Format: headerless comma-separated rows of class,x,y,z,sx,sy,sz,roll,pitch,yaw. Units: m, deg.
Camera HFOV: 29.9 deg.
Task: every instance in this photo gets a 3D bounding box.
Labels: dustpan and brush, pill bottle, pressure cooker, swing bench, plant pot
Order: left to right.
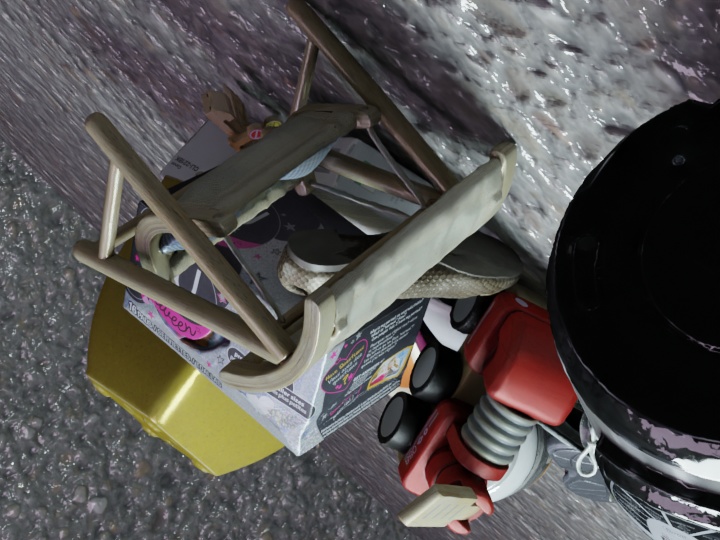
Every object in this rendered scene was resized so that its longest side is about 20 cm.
plant pot,-0.137,0.067,1.257,0.195,0.201,0.194,26,163,42
swing bench,-0.041,-0.040,0.857,0.199,0.199,0.130,38,139,19
pill bottle,0.116,0.157,1.264,0.116,0.117,0.200,37,-174,17
dustpan and brush,0.122,0.065,1.209,0.139,0.058,0.200,24,158,17
pressure cooker,0.183,0.042,0.582,0.200,0.177,0.177,55,-160,-54

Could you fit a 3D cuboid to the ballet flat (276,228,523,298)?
ballet flat,0.030,0.001,0.978,0.198,0.047,0.068,-2,-143,-31

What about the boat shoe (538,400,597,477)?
boat shoe,0.201,0.128,1.066,0.199,0.067,0.074,35,127,56

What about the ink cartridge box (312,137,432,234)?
ink cartridge box,0.034,-0.046,1.115,0.199,0.050,0.161,28,175,-24

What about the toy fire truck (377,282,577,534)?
toy fire truck,0.088,0.116,0.998,0.128,0.177,0.200,26,-161,-19

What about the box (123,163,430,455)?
box,-0.067,0.019,1.038,0.199,0.132,0.115,36,132,24

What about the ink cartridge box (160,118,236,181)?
ink cartridge box,-0.093,-0.048,1.382,0.144,0.084,0.200,30,165,43

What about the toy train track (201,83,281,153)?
toy train track,-0.072,-0.104,1.203,0.200,0.032,0.116,41,-153,-52

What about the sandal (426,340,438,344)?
sandal,0.083,0.090,1.402,0.054,0.082,0.201,0,135,40

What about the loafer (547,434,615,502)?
loafer,0.221,0.167,1.267,0.071,0.064,0.200,2,158,21

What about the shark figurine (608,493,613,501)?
shark figurine,0.311,0.217,1.140,0.089,0.128,0.216,-25,97,51

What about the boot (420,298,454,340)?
boot,0.000,0.000,1.253,0.200,0.075,0.097,41,162,-19

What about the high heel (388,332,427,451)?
high heel,0.053,0.085,1.275,0.067,0.096,0.201,12,143,21
